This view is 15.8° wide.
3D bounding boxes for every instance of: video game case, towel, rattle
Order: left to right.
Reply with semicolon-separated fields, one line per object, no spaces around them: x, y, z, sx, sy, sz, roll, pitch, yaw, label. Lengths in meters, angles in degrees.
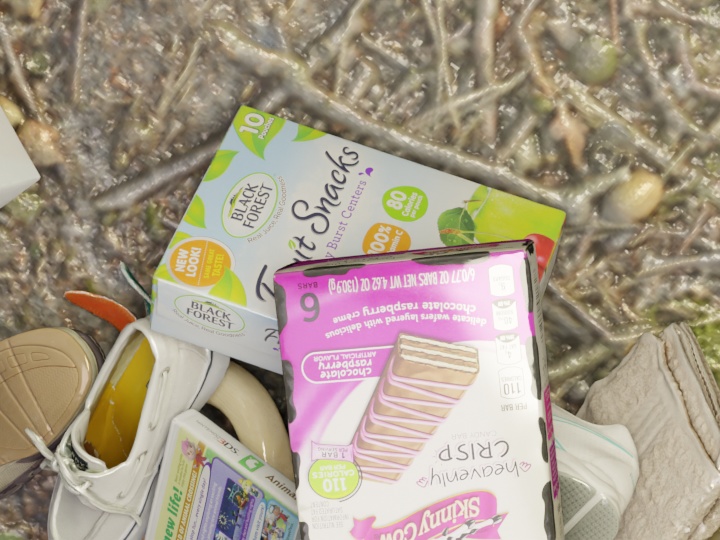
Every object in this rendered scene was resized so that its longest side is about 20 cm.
-0.080;0.082;1.591;0.200;0.143;0.130;55;142;27;rattle
-0.057;0.206;1.496;0.182;0.022;0.200;34;128;27;video game case
0.149;0.136;1.492;0.034;0.133;0.200;14;125;-26;towel

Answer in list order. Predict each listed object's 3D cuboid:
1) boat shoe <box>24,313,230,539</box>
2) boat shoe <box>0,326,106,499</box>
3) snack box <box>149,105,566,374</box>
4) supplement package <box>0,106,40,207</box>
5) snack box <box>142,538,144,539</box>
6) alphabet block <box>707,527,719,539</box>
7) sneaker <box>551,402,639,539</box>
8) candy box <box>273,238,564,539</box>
-0.152;0.104;1.512;0.075;0.086;0.202;50;125;25;boat shoe
-0.215;0.093;1.612;0.200;0.065;0.072;-45;75;37;boat shoe
0.000;0.000;1.451;0.200;0.142;0.053;19;140;7;snack box
-0.318;-0.092;1.463;0.151;0.152;0.200;-32;84;29;supplement package
-0.141;0.196;1.673;0.072;0.024;0.200;43;121;-10;snack box
0.286;0.199;1.439;0.196;0.195;0.200;33;121;0;alphabet block
0.063;0.102;1.466;0.200;0.080;0.071;16;126;19;sneaker
0.033;0.090;1.356;0.136;0.061;0.201;-6;95;9;candy box
